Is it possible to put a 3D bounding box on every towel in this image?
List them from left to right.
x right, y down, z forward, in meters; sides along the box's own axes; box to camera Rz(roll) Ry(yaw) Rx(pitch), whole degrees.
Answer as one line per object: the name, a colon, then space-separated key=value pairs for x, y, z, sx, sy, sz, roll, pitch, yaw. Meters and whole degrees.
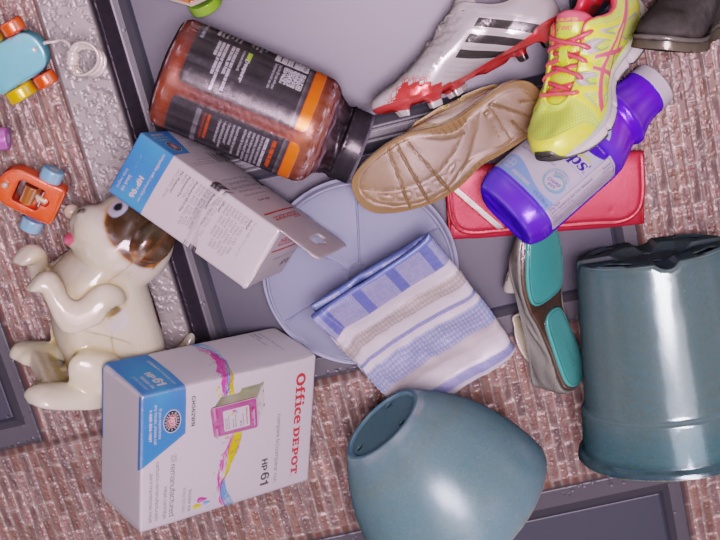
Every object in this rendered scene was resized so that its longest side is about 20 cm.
towel: x=0.056 y=0.063 z=1.130 sx=0.147 sy=0.024 sz=0.200 roll=-32 pitch=130 yaw=9

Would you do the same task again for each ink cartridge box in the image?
ink cartridge box: x=-0.147 y=0.152 z=1.115 sx=0.199 sy=0.085 sz=0.145 roll=-11 pitch=114 yaw=-38
ink cartridge box: x=-0.121 y=-0.049 z=1.065 sx=0.200 sy=0.116 sz=0.068 roll=35 pitch=104 yaw=7

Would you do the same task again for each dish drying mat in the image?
dish drying mat: x=0.184 y=-0.074 z=1.130 sx=0.199 sy=0.018 sz=0.077 roll=-5 pitch=106 yaw=2

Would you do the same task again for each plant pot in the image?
plant pot: x=0.064 y=0.197 z=1.117 sx=0.200 sy=0.200 sz=0.135 roll=-40 pitch=105 yaw=12
plant pot: x=0.297 y=0.075 z=1.096 sx=0.199 sy=0.200 sz=0.197 roll=-10 pitch=98 yaw=4

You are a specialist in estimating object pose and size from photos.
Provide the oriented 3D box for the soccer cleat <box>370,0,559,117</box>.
soccer cleat: x=0.092 y=-0.213 z=1.067 sx=0.199 sy=0.069 sz=0.085 roll=-27 pitch=96 yaw=5

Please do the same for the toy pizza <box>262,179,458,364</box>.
toy pizza: x=0.000 y=0.000 z=1.148 sx=0.199 sy=0.032 sz=0.201 roll=0 pitch=109 yaw=0

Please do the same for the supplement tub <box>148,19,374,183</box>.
supplement tub: x=-0.090 y=-0.151 z=1.062 sx=0.199 sy=0.107 sz=0.107 roll=22 pitch=106 yaw=-6

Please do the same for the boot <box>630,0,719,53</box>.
boot: x=0.291 y=-0.300 z=0.991 sx=0.072 sy=0.182 sz=0.201 roll=13 pitch=117 yaw=26

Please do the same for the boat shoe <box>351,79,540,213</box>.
boat shoe: x=0.083 y=-0.119 z=1.090 sx=0.199 sy=0.069 sz=0.074 roll=-27 pitch=104 yaw=3

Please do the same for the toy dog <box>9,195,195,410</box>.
toy dog: x=-0.242 y=0.024 z=1.104 sx=0.193 sy=0.140 sz=0.201 roll=9 pitch=108 yaw=-20

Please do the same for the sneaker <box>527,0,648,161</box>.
sneaker: x=0.193 y=-0.188 z=1.018 sx=0.090 sy=0.078 sz=0.201 roll=47 pitch=60 yaw=-39

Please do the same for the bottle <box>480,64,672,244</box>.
bottle: x=0.209 y=-0.115 z=1.071 sx=0.200 sy=0.065 sz=0.084 roll=-40 pitch=66 yaw=-6

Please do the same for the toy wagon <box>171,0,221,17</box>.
toy wagon: x=-0.162 y=-0.301 z=1.017 sx=0.199 sy=0.040 sz=0.155 roll=-24 pitch=132 yaw=6

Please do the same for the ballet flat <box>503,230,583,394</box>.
ballet flat: x=0.175 y=0.033 z=1.142 sx=0.064 sy=0.067 sz=0.201 roll=3 pitch=115 yaw=47

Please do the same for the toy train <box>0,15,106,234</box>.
toy train: x=-0.323 y=-0.145 z=1.097 sx=0.150 sy=0.056 sz=0.201 roll=20 pitch=108 yaw=-10
